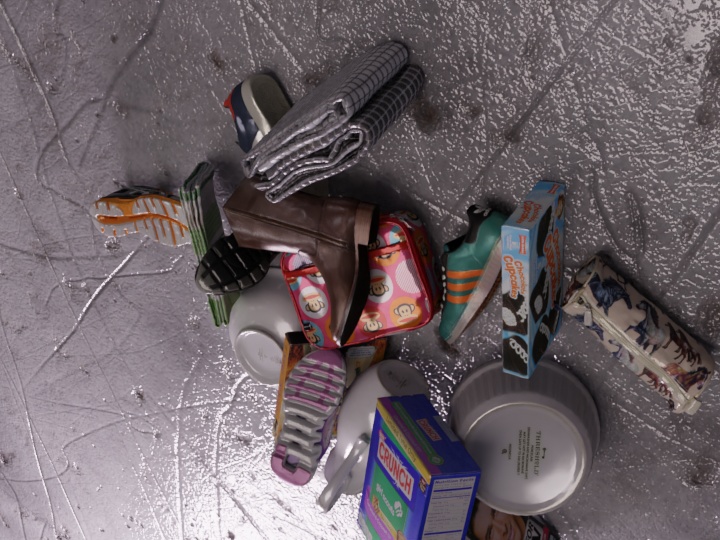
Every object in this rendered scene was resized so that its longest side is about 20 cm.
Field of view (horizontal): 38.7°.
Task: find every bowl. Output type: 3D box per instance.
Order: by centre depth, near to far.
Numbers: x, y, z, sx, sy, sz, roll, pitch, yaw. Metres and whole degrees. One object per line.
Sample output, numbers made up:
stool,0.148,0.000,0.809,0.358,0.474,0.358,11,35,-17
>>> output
bowl,-0.123,0.105,1.504,0.199,0.090,0.203,18,128,24

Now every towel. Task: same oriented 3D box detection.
towel,-0.031,-0.169,1.210,0.199,0.166,0.086,-27,109,42
towel,-0.201,-0.040,1.419,0.030,0.149,0.202,-10,109,7

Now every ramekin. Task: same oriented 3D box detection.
ramekin,0.206,0.217,1.303,0.200,0.094,0.205,3,109,8

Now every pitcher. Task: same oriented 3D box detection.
pitcher,0.010,0.234,1.421,0.121,0.172,0.201,32,123,7

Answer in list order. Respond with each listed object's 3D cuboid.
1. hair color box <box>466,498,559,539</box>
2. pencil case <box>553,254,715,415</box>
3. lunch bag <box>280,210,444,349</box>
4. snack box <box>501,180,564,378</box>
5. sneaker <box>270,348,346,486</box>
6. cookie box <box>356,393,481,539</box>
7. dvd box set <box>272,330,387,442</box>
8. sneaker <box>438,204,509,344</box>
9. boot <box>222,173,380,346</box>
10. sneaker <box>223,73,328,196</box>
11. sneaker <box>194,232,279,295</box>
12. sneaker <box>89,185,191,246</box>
hair color box,0.186,0.371,1.418,0.200,0.100,0.060,39,142,-25
pencil case,0.320,0.077,1.186,0.200,0.089,0.078,42,133,2
lunch bag,0.000,0.000,1.338,0.198,0.082,0.178,-15,100,25
snack box,0.203,0.011,1.202,0.037,0.116,0.202,12,126,27
sneaker,-0.064,0.196,1.426,0.080,0.088,0.202,22,106,16
cookie box,0.069,0.288,1.309,0.171,0.074,0.202,-129,43,-56
dvd box set,-0.047,0.166,1.473,0.144,0.030,0.202,-2,129,-17
sneaker,0.134,0.002,1.281,0.080,0.071,0.201,36,128,15
boot,-0.085,-0.017,1.286,0.198,0.064,0.189,13,92,16
sneaker,-0.113,-0.154,1.343,0.084,0.075,0.202,-15,103,44
sneaker,-0.149,-0.022,1.366,0.076,0.200,0.079,55,141,-5
sneaker,-0.304,-0.091,1.508,0.198,0.077,0.079,9,124,26
